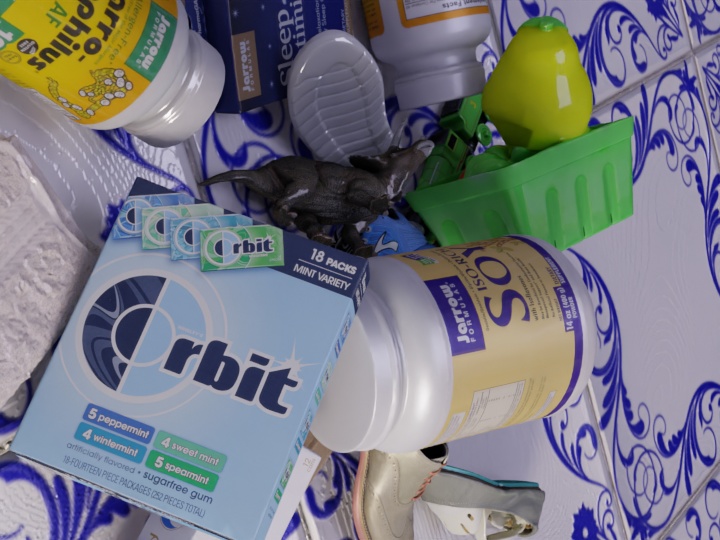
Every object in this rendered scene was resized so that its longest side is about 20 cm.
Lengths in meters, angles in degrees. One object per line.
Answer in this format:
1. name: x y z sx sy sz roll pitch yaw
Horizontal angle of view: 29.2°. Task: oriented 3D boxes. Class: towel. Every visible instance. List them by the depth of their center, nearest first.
1. towel: -0.245 0.016 0.864 0.133 0.034 0.200 57 44 -29

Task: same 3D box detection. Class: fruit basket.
1. fruit basket: 0.146 -0.116 1.228 0.215 0.155 0.217 10 76 -41

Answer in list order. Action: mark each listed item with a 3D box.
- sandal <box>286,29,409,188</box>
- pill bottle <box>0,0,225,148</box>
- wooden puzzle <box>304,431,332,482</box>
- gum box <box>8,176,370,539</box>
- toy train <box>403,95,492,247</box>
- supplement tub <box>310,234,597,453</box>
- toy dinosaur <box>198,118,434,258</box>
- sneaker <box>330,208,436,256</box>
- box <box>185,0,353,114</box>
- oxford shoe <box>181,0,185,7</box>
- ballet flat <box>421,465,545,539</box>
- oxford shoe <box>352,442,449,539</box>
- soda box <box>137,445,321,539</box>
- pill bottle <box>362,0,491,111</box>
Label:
1. sandal: -0.016 -0.128 1.159 0.050 0.082 0.203 58 -5 39
2. pill bottle: -0.185 -0.162 0.907 0.200 0.112 0.113 35 58 -45
3. wooden puzzle: -0.090 0.094 1.051 0.186 0.046 0.200 63 37 -25
4. gum box: -0.107 0.059 0.903 0.045 0.169 0.201 82 29 -72
5. toy train: 0.085 -0.099 1.315 0.056 0.042 0.201 42 52 -29
6. supplement tub: 0.059 0.055 1.026 0.199 0.145 0.146 -10 92 -33
7. toy dinosaur: -0.033 -0.060 1.113 0.102 0.199 0.077 -114 -157 -55
8. sneaker: 0.000 0.000 1.160 0.089 0.078 0.200 52 27 -2
9. box: -0.073 -0.198 1.112 0.200 0.032 0.122 -27 117 -50
10. oxford shoe: -0.174 -0.245 0.992 0.071 0.071 0.201 -19 104 -22
11. ballet flat: 0.109 0.217 1.271 0.200 0.067 0.064 20 75 -50
12. oxford shoe: 0.035 0.170 1.146 0.071 0.073 0.201 -59 149 -55
13. soda box: -0.109 0.196 0.934 0.068 0.064 0.201 35 76 -34
14. pill bottle: 0.056 -0.250 1.240 0.111 0.111 0.201 -19 99 -52
